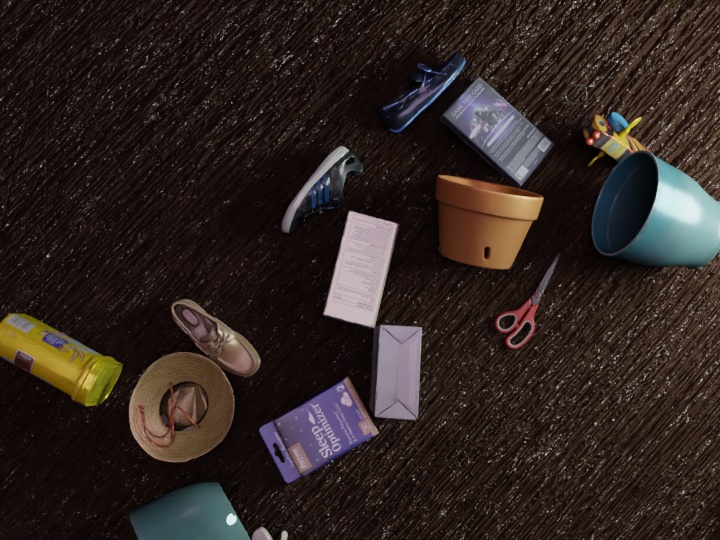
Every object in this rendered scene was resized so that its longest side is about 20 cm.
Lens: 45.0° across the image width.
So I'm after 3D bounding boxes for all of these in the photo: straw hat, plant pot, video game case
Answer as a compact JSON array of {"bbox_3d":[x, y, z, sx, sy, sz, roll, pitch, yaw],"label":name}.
[{"bbox_3d":[-0.320,0.247,1.595,0.198,0.085,0.205,0,87,4],"label":"straw hat"},{"bbox_3d":[0.564,-0.096,1.612,0.186,0.200,0.203,18,84,-15],"label":"plant pot"},{"bbox_3d":[-0.287,0.471,1.527,0.160,0.201,0.202,-29,86,-15],"label":"plant pot"},{"bbox_3d":[0.224,-0.087,1.601,0.197,0.200,0.142,11,101,-1],"label":"plant pot"},{"bbox_3d":[0.263,-0.266,1.663,0.200,0.019,0.143,42,57,2],"label":"video game case"}]

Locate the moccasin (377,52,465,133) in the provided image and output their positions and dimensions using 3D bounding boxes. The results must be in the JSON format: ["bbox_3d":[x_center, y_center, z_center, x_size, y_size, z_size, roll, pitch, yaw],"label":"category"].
[{"bbox_3d":[0.117,-0.352,1.663,0.200,0.080,0.068,-45,100,-6],"label":"moccasin"}]

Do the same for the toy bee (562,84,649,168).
[{"bbox_3d":[0.461,-0.250,1.655,0.198,0.109,0.132,23,129,8],"label":"toy bee"}]

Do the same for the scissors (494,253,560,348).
[{"bbox_3d":[0.339,0.062,1.672,0.073,0.014,0.200,44,84,4],"label":"scissors"}]

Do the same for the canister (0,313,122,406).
[{"bbox_3d":[-0.546,0.158,1.564,0.198,0.149,0.087,28,85,3],"label":"canister"}]

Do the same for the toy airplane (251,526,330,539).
[{"bbox_3d":[-0.114,0.573,1.545,0.197,0.141,0.202,13,85,-1],"label":"toy airplane"}]

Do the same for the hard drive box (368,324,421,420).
[{"bbox_3d":[0.061,0.180,1.557,0.075,0.200,0.159,4,84,-1],"label":"hard drive box"}]

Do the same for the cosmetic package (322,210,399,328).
[{"bbox_3d":[0.000,0.000,1.634,0.104,0.071,0.203,15,85,-1],"label":"cosmetic package"}]

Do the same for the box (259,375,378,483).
[{"bbox_3d":[-0.080,0.301,1.626,0.198,0.032,0.122,-30,87,-3],"label":"box"}]

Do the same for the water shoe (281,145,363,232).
[{"bbox_3d":[-0.071,-0.142,1.644,0.079,0.072,0.201,37,85,-1],"label":"water shoe"}]

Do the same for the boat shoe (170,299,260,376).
[{"bbox_3d":[-0.274,0.128,1.616,0.199,0.065,0.072,36,85,1],"label":"boat shoe"}]
